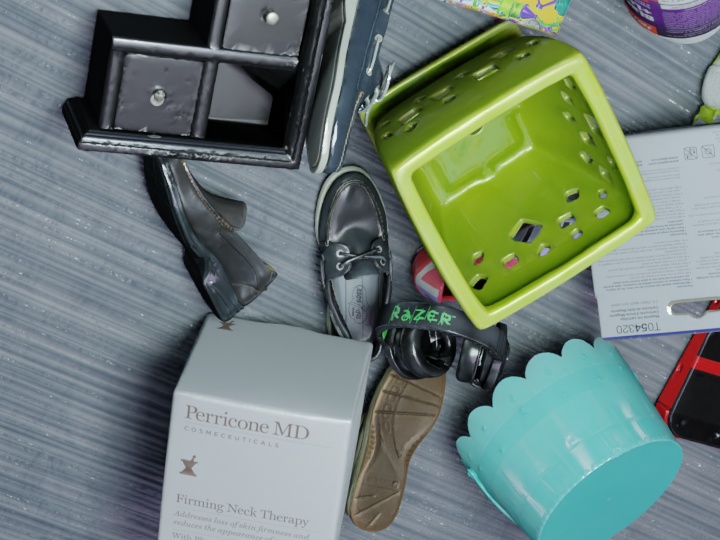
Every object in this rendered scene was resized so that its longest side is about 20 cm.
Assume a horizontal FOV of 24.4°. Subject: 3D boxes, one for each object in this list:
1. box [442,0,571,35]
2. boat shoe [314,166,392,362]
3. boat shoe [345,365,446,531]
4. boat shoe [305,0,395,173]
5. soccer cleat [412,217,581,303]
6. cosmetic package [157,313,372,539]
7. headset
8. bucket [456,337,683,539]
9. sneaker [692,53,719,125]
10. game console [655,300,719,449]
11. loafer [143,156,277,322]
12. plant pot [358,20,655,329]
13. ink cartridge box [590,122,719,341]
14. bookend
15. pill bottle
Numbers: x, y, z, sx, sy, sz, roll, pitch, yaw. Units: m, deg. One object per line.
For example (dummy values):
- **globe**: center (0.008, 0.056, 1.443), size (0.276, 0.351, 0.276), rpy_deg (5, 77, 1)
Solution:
- **box**: center (0.105, -0.335, 1.425), size (0.193, 0.122, 0.200), rpy_deg (13, 112, -25)
- **boat shoe**: center (-0.002, 0.001, 1.595), size (0.074, 0.066, 0.200), rpy_deg (-5, 118, -17)
- **boat shoe**: center (0.028, 0.164, 1.695), size (0.072, 0.065, 0.200), rpy_deg (17, 91, -21)
- **boat shoe**: center (-0.006, -0.175, 1.458), size (0.062, 0.075, 0.200), rpy_deg (15, 69, -21)
- **soccer cleat**: center (0.149, -0.005, 1.640), size (0.200, 0.076, 0.067), rpy_deg (-9, 119, -14)
- **cosmetic package**: center (-0.090, 0.173, 1.570), size (0.167, 0.166, 0.200), rpy_deg (10, 115, 3)
- **headset**: center (0.091, 0.064, 1.609), size (0.200, 0.123, 0.094), rpy_deg (50, 50, -60)
- **bucket**: center (0.217, 0.184, 1.691), size (0.207, 0.135, 0.207), rpy_deg (-24, 146, -18)
- **sneaker**: center (0.383, -0.147, 1.665), size (0.105, 0.076, 0.200), rpy_deg (8, 109, -52)
- **game console**: center (0.434, 0.121, 1.840), size (0.200, 0.031, 0.177), rpy_deg (16, 105, -26)
- **loafer**: center (-0.139, -0.046, 1.527), size (0.072, 0.073, 0.200), rpy_deg (-32, 132, -12)
- **plant pot**: center (0.121, -0.102, 1.518), size (0.200, 0.182, 0.199), rpy_deg (-31, 122, -1)
- **ink cartridge box**: center (0.319, -0.040, 1.614), size (0.196, 0.043, 0.200), rpy_deg (-5, 99, 16)
- **bookend**: center (-0.137, -0.201, 1.427), size (0.199, 0.092, 0.200), rpy_deg (5, 114, -21)
- **pill bottle**: center (0.284, -0.269, 1.481), size (0.111, 0.111, 0.200), rpy_deg (-42, 163, 5)
